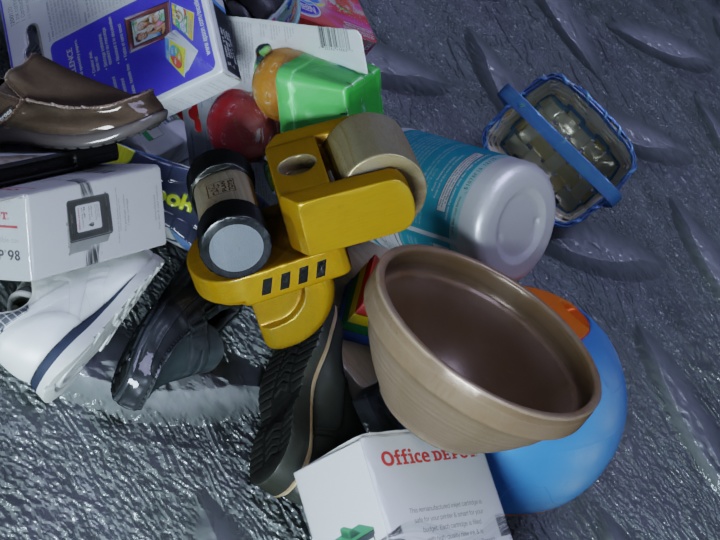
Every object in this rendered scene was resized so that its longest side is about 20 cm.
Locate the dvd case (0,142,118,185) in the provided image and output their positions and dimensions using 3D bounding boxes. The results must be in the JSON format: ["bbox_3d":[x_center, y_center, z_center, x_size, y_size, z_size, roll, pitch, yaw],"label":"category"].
[{"bbox_3d":[-0.302,-0.080,1.344,0.200,0.142,0.018,-20,109,-57],"label":"dvd case"}]

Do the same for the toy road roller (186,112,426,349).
[{"bbox_3d":[-0.042,-0.028,1.412,0.123,0.200,0.146,-109,-178,-57],"label":"toy road roller"}]

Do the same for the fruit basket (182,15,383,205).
[{"bbox_3d":[-0.072,-0.131,1.525,0.200,0.186,0.094,13,29,35],"label":"fruit basket"}]

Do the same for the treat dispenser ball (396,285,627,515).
[{"bbox_3d":[0.130,0.113,1.522,0.201,0.201,0.201,30,33,-22],"label":"treat dispenser ball"}]

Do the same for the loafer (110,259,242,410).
[{"bbox_3d":[-0.143,0.055,1.406,0.070,0.068,0.201,33,28,-3],"label":"loafer"}]

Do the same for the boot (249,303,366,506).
[{"bbox_3d":[-0.014,0.133,1.469,0.138,0.077,0.200,35,45,-22],"label":"boot"}]

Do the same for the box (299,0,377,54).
[{"bbox_3d":[-0.096,-0.258,1.815,0.200,0.100,0.096,13,42,-41],"label":"box"}]

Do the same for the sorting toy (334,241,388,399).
[{"bbox_3d":[0.000,0.000,1.638,0.200,0.070,0.199,51,32,12],"label":"sorting toy"}]

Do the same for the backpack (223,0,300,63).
[{"bbox_3d":[-0.155,-0.268,1.626,0.200,0.177,0.151,47,-14,18],"label":"backpack"}]

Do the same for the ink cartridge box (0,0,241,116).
[{"bbox_3d":[-0.213,-0.213,1.514,0.043,0.200,0.198,33,40,-62],"label":"ink cartridge box"}]

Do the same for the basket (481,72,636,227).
[{"bbox_3d":[0.226,-0.132,1.974,0.176,0.139,0.200,47,0,7],"label":"basket"}]

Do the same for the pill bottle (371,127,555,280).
[{"bbox_3d":[0.066,-0.063,1.556,0.200,0.111,0.111,21,12,40],"label":"pill bottle"}]

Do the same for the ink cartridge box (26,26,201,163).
[{"bbox_3d":[-0.207,-0.173,1.634,0.161,0.050,0.200,46,33,5],"label":"ink cartridge box"}]

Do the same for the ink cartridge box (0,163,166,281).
[{"bbox_3d":[-0.255,-0.037,1.335,0.200,0.116,0.067,-19,109,-56],"label":"ink cartridge box"}]

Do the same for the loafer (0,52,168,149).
[{"bbox_3d":[-0.249,-0.133,1.364,0.200,0.071,0.073,0,12,11],"label":"loafer"}]

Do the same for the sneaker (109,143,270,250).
[{"bbox_3d":[-0.156,-0.058,1.499,0.200,0.074,0.082,25,-3,-9],"label":"sneaker"}]

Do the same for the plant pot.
[{"bbox_3d":[0.079,0.077,1.360,0.201,0.093,0.201,25,26,-13],"label":"plant pot"}]

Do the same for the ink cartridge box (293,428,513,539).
[{"bbox_3d":[0.048,0.228,1.353,0.146,0.084,0.200,2,65,-48],"label":"ink cartridge box"}]

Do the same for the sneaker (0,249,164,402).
[{"bbox_3d":[-0.221,0.021,1.361,0.080,0.076,0.200,34,29,3],"label":"sneaker"}]
